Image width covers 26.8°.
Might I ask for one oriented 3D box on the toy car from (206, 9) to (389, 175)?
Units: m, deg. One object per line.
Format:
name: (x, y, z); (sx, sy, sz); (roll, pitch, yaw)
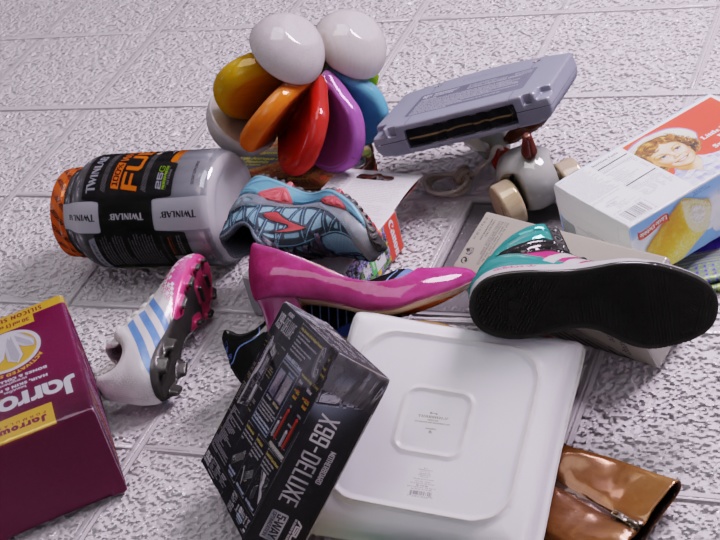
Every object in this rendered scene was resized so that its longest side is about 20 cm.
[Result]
toy car: (-0.053, -0.171, 1.590); (0.199, 0.175, 0.151); (-10, 61, -38)

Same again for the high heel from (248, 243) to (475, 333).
high heel: (0.000, 0.000, 1.350); (0.198, 0.097, 0.067); (-15, -9, 6)

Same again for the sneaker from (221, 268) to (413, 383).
sneaker: (-0.035, 0.041, 1.401); (0.199, 0.070, 0.078); (-32, 75, -20)

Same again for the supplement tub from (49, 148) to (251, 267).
supplement tub: (-0.221, -0.065, 1.605); (0.198, 0.123, 0.123); (-1, 37, 21)

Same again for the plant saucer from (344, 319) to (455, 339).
plant saucer: (0.003, 0.107, 1.289); (0.199, 0.036, 0.201); (-29, 30, 18)

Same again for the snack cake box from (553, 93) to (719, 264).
snack cake box: (0.295, -0.079, 1.416); (0.199, 0.068, 0.115); (-29, 35, -18)

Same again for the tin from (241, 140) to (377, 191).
tin: (-0.075, -0.110, 1.684); (0.198, 0.042, 0.112); (3, 43, 26)

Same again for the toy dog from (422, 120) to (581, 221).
toy dog: (0.152, -0.125, 1.553); (0.131, 0.097, 0.199); (-34, 38, -24)

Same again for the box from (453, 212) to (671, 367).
box: (0.186, 0.015, 1.343); (0.199, 0.082, 0.069); (17, 64, 41)

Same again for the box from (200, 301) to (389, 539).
box: (-0.057, 0.122, 1.207); (0.159, 0.049, 0.200); (-62, 18, 1)

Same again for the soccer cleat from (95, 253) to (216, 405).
soccer cleat: (-0.202, 0.053, 1.478); (0.085, 0.070, 0.201); (-5, 36, 16)

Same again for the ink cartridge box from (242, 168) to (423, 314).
ink cartridge box: (-0.020, -0.028, 1.533); (0.108, 0.051, 0.200); (8, 40, 32)

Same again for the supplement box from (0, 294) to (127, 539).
supplement box: (-0.303, 0.131, 1.381); (0.130, 0.104, 0.200); (-21, 35, -9)

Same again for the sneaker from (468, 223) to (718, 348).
sneaker: (0.184, 0.013, 1.238); (0.197, 0.085, 0.121); (3, 19, -1)

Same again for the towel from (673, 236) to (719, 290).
towel: (0.296, -0.042, 1.441); (0.142, 0.023, 0.201); (-9, 35, 10)

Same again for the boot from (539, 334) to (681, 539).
boot: (0.164, 0.136, 1.206); (0.199, 0.069, 0.188); (17, 46, 38)

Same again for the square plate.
square plate: (0.061, 0.125, 1.185); (0.198, 0.029, 0.200); (7, 59, 19)

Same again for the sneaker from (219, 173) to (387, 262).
sneaker: (-0.059, -0.025, 1.451); (0.199, 0.080, 0.096); (14, 57, 46)

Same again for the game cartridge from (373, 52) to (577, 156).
game cartridge: (0.122, -0.173, 1.566); (0.198, 0.041, 0.134); (-11, 26, 28)
